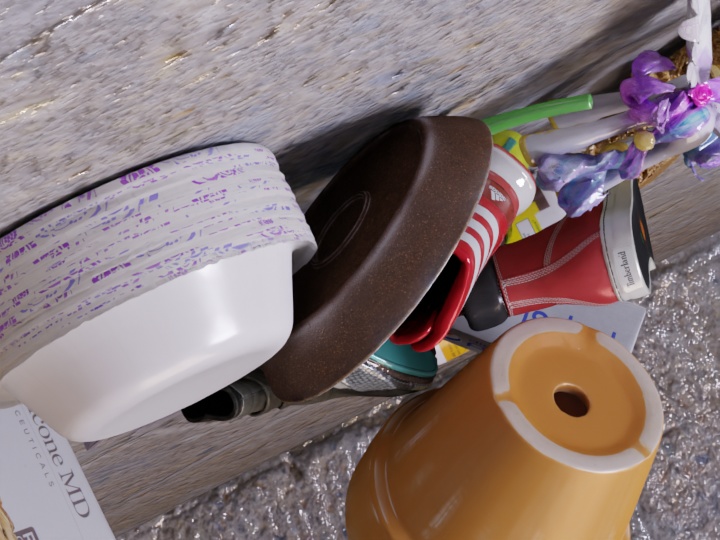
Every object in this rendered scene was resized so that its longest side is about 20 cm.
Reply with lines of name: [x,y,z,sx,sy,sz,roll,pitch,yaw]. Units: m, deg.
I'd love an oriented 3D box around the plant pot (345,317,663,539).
plant pot: [0.111,0.134,1.315,0.200,0.200,0.183,-21,152,-36]

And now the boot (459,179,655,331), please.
boot: [0.127,-0.011,1.326,0.144,0.073,0.200,-15,-171,15]

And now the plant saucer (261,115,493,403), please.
plant saucer: [-0.001,-0.015,1.117,0.200,0.034,0.200,-46,-159,23]

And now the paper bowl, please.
paper bowl: [-0.117,0.020,1.043,0.200,0.105,0.201,-26,171,-4]

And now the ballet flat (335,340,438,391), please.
ballet flat: [-0.039,0.039,1.270,0.200,0.072,0.072,30,134,-34]

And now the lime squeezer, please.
lime squeezer: [0.058,-0.061,1.207,0.200,0.071,0.038,-47,180,38]

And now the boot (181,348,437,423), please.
boot: [-0.043,0.079,1.384,0.130,0.068,0.200,-20,-176,-34]

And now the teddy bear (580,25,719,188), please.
teddy bear: [0.234,-0.133,1.375,0.145,0.067,0.200,-32,170,-32]

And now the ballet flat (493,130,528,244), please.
ballet flat: [0.092,-0.057,1.392,0.067,0.067,0.200,-54,175,-9]

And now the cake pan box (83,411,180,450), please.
cake pan box: [-0.129,0.073,1.553,0.184,0.052,0.200,-21,170,-25]

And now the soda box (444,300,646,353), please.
soda box: [0.103,0.027,1.413,0.063,0.199,0.068,87,25,-79]

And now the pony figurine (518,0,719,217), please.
pony figurine: [0.206,-0.100,1.214,0.200,0.167,0.193,-20,-169,21]

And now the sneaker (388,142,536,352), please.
sneaker: [0.020,0.004,1.169,0.116,0.078,0.200,-56,-176,-34]

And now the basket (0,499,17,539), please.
basket: [-0.262,0.130,0.935,0.142,0.200,0.149,-26,175,7]

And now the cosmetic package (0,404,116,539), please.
cosmetic package: [-0.288,0.159,1.168,0.165,0.165,0.200,-31,172,29]

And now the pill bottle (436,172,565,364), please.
pill bottle: [0.089,0.007,1.603,0.200,0.109,0.109,-27,172,1]
